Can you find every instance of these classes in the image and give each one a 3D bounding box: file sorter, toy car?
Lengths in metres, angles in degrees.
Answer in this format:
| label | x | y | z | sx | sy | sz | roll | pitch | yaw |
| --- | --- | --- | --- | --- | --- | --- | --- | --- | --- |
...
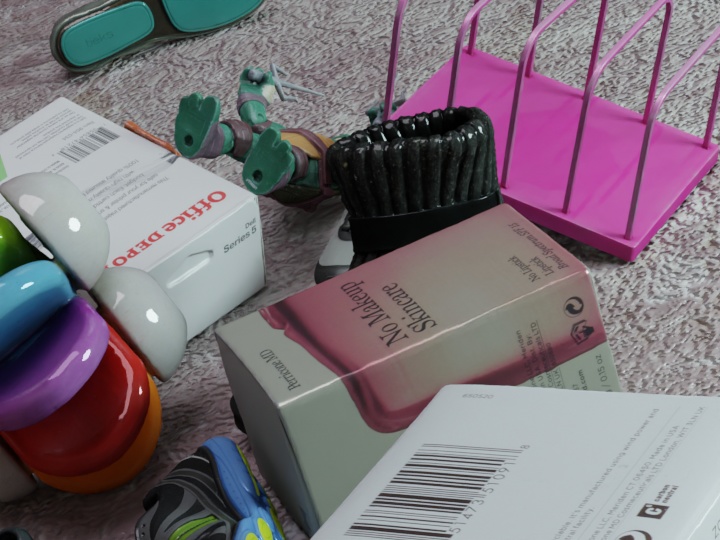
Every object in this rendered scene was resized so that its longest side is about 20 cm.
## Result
| label | x | y | z | sx | sy | sz | roll | pitch | yaw |
| --- | --- | --- | --- | --- | --- | --- | --- | --- | --- |
| file sorter | 0.129 | -0.125 | 1.764 | 0.199 | 0.126 | 0.139 | 23 | 41 | 20 |
| toy car | -0.196 | 0.056 | 1.619 | 0.175 | 0.200 | 0.150 | -40 | 34 | -4 |

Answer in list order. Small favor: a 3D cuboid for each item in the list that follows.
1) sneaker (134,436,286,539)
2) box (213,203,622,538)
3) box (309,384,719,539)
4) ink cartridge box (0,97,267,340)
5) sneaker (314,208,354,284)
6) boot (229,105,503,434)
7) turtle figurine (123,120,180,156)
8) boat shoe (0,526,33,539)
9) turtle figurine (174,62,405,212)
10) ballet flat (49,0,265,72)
| label | x | y | z | sx | sy | sz | roll | pitch | yaw |
| --- | --- | --- | --- | --- | --- | --- | --- | --- | --- |
| sneaker | -0.082 | 0.164 | 1.482 | 0.082 | 0.071 | 0.200 | -32 | 24 | 2 |
| box | 0.035 | 0.061 | 1.549 | 0.199 | 0.109 | 0.128 | -23 | 26 | -12 |
| box | 0.091 | 0.163 | 1.280 | 0.199 | 0.131 | 0.199 | 1 | 31 | 34 |
| ink cartridge box | -0.184 | -0.023 | 1.837 | 0.200 | 0.084 | 0.145 | 27 | 49 | 35 |
| sneaker | 0.016 | -0.045 | 1.813 | 0.074 | 0.080 | 0.200 | -2 | 31 | 26 |
| boot | 0.000 | -0.001 | 1.639 | 0.210 | 0.159 | 0.079 | -24 | 26 | -13 |
| turtle figurine | -0.239 | -0.042 | 1.987 | 0.199 | 0.065 | 0.162 | 2 | 39 | 7 |
| boat shoe | -0.244 | 0.212 | 1.478 | 0.199 | 0.066 | 0.074 | -35 | 31 | -31 |
| turtle figurine | -0.040 | -0.092 | 1.904 | 0.149 | 0.101 | 0.200 | 8 | 9 | 29 |
| ballet flat | -0.178 | -0.230 | 2.332 | 0.199 | 0.068 | 0.064 | -20 | 18 | -4 |
